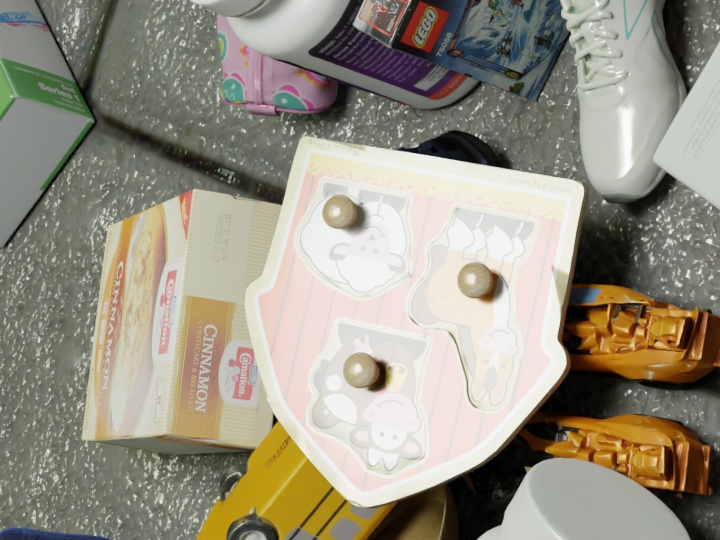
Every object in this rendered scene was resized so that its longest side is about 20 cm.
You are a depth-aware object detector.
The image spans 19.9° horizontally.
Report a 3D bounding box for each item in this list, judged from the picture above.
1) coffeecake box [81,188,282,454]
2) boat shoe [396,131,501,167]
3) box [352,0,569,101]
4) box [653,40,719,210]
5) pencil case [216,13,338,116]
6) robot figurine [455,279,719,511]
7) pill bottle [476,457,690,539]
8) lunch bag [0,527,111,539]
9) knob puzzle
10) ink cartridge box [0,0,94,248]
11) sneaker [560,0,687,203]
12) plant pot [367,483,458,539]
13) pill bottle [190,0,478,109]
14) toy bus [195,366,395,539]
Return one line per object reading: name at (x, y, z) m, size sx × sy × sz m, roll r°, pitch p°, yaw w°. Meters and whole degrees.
coffeecake box at (-0.115, 0.039, 1.344) m, size 0.200 × 0.073 × 0.154 m, roll 166°, pitch 113°, yaw -67°
boat shoe at (0.000, 0.000, 1.247) m, size 0.075 × 0.093 × 0.200 m, roll 39°, pitch 109°, yaw 16°
box at (0.092, -0.210, 1.199) m, size 0.040 × 0.137 × 0.201 m, roll 36°, pitch 105°, yaw 42°
box at (0.261, -0.035, 0.986) m, size 0.200 × 0.124 × 0.098 m, roll 43°, pitch 110°, yaw 43°
pencil case at (-0.054, -0.203, 1.339) m, size 0.087 × 0.087 × 0.201 m, roll 28°, pitch 126°, yaw 46°
robot figurine at (0.114, 0.067, 1.159) m, size 0.199 × 0.058 × 0.146 m, roll 1°, pitch 79°, yaw 45°
pill bottle at (0.090, 0.206, 1.083) m, size 0.114 × 0.114 × 0.201 m, roll 49°, pitch 125°, yaw 41°
lunch bag at (-0.218, 0.277, 1.388) m, size 0.132 × 0.136 × 0.201 m, roll -46°, pitch 50°, yaw 27°
knob puzzle at (0.020, 0.033, 1.144) m, size 0.219 × 0.030 × 0.221 m, roll -3°, pitch 81°, yaw 20°
ink cartridge box at (-0.310, -0.142, 1.635) m, size 0.145 × 0.084 × 0.200 m, roll -50°, pitch 49°, yaw 25°
sneaker at (0.142, -0.139, 1.172) m, size 0.070 × 0.080 × 0.201 m, roll -6°, pitch 77°, yaw 43°
plant pot at (-0.001, 0.204, 1.206) m, size 0.200 × 0.027 × 0.200 m, roll -50°, pitch 16°, yaw 20°
pill bottle at (-0.014, -0.174, 1.253) m, size 0.111 × 0.199 × 0.112 m, roll -14°, pitch 70°, yaw 42°
toy bus at (-0.026, 0.128, 1.230) m, size 0.200 × 0.078 × 0.065 m, roll -52°, pitch 24°, yaw 18°
